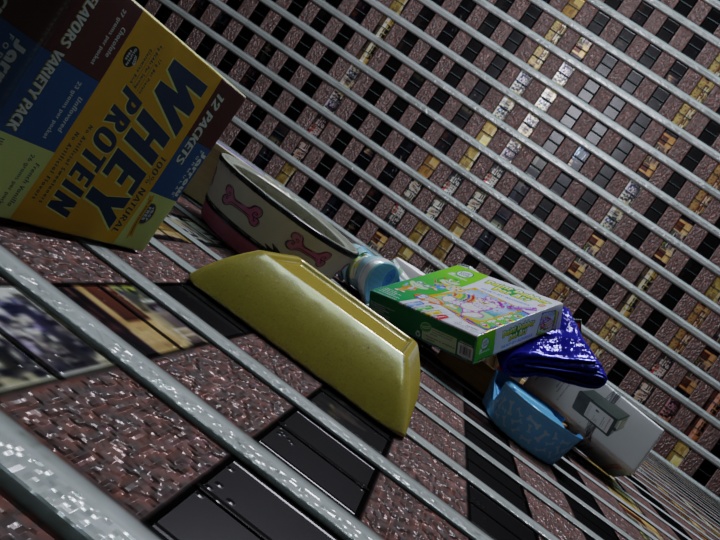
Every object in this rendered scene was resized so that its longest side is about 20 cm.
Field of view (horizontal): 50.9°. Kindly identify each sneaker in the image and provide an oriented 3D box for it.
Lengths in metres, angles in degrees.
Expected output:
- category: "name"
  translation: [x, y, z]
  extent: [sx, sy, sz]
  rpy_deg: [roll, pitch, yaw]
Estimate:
- category: "sneaker"
  translation: [0.000, 0.000, 1.222]
  extent: [0.130, 0.080, 0.200]
  rpy_deg: [38, -5, 21]

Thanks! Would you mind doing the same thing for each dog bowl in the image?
- category: "dog bowl"
  translation: [-0.101, -0.050, 0.893]
  extent: [0.199, 0.074, 0.200]
  rpy_deg: [36, 7, -5]
- category: "dog bowl"
  translation: [0.210, 0.185, 0.959]
  extent: [0.111, 0.050, 0.200]
  rpy_deg: [35, 4, 0]

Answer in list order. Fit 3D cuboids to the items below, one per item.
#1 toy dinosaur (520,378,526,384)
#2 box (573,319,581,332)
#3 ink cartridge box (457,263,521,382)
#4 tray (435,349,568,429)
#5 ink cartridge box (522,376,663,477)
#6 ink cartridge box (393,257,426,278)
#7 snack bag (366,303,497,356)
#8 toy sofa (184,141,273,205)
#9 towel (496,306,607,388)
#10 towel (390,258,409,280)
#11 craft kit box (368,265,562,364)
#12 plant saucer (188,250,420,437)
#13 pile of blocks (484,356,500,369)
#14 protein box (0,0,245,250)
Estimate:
- category: "toy dinosaur"
  translation: [0.275, 0.198, 1.460]
  extent: [0.199, 0.061, 0.106]
  rpy_deg: [24, 19, -12]
- category: "box"
  translation: [0.368, 0.188, 1.317]
  extent: [0.034, 0.202, 0.110]
  rpy_deg: [-1, -6, 15]
- category: "ink cartridge box"
  translation: [0.221, 0.102, 1.359]
  extent: [0.199, 0.146, 0.083]
  rpy_deg: [35, 2, -8]
- category: "tray"
  translation: [0.211, 0.181, 1.128]
  extent: [0.200, 0.037, 0.099]
  rpy_deg: [38, 4, 27]
- category: "ink cartridge box"
  translation: [0.350, 0.222, 1.180]
  extent: [0.200, 0.084, 0.146]
  rpy_deg: [40, -9, 14]
- category: "ink cartridge box"
  translation: [0.136, 0.050, 1.748]
  extent: [0.145, 0.085, 0.200]
  rpy_deg: [36, 6, 15]
- category: "snack bag"
  translation: [0.123, 0.088, 1.151]
  extent: [0.188, 0.022, 0.199]
  rpy_deg: [21, 3, 39]
- category: "toy sofa"
  translation: [-0.219, -0.144, 1.007]
  extent: [0.199, 0.083, 0.098]
  rpy_deg: [35, 4, -11]
- category: "towel"
  translation: [0.260, 0.097, 1.093]
  extent: [0.146, 0.050, 0.200]
  rpy_deg: [9, 19, -3]
- category: "towel"
  translation: [0.117, 0.068, 1.474]
  extent: [0.201, 0.031, 0.149]
  rpy_deg: [52, 4, -4]
- category: "craft kit box"
  translation: [0.148, 0.055, 1.070]
  extent: [0.196, 0.049, 0.199]
  rpy_deg: [-11, 24, -43]
- category: "plant saucer"
  translation: [-0.025, 0.045, 0.637]
  extent: [0.199, 0.049, 0.200]
  rpy_deg: [36, 4, 6]
- category: "pile of blocks"
  translation: [0.268, 0.110, 1.269]
  extent: [0.082, 0.200, 0.062]
  rpy_deg: [45, -23, -6]
- category: "protein box"
  translation: [-0.215, -0.132, 0.467]
  extent: [0.199, 0.135, 0.198]
  rpy_deg: [35, 3, 14]
